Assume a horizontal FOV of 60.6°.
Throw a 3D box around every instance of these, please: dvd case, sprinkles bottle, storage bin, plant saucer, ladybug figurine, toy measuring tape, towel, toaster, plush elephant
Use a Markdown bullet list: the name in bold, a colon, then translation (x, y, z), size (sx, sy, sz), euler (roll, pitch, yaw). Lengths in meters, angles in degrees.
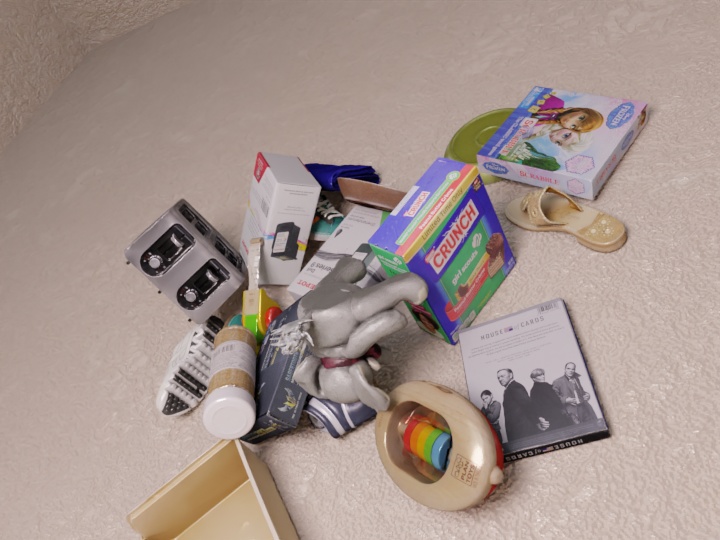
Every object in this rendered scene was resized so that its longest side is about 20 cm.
- **dvd case**: translation (0.208, 0.135, 0.775), size (0.150, 0.025, 0.200), euler (-20, 41, 17)
- **sprinkles bottle**: translation (-0.183, 0.153, 0.884), size (0.068, 0.068, 0.200), euler (-30, 25, 5)
- **storage bin**: translation (-0.187, 0.349, 0.778), size (0.198, 0.094, 0.200), euler (-38, 40, -5)
- **plant saucer**: translation (0.054, -0.113, 1.027), size (0.200, 0.200, 0.035), euler (16, 93, 44)
- **ladybug figurine**: translation (0.096, 0.204, 0.724), size (0.200, 0.072, 0.136), euler (20, 93, 55)
- **toy measuring tape**: translation (-0.165, 0.047, 1.058), size (0.073, 0.074, 0.201), euler (-7, 77, 30)
- **towel**: translation (-0.080, -0.188, 1.226), size (0.200, 0.050, 0.148), euler (7, 14, 38)
- **plant saucer**: translation (0.239, -0.235, 1.123), size (0.200, 0.031, 0.200), euler (-19, 42, 18)
- **toaster**: translation (-0.305, -0.019, 1.105), size (0.119, 0.181, 0.200), euler (-42, 16, 2)
- **plush elephant**: translation (-0.011, 0.097, 0.782), size (0.164, 0.155, 0.200), euler (11, 36, 45)

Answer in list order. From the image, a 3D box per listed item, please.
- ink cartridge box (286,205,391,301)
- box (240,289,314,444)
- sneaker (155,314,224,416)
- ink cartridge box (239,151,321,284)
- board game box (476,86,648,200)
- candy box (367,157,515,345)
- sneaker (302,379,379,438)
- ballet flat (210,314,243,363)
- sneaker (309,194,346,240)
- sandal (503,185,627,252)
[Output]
- **ink cartridge box**: translation (0.000, 0.000, 1.008), size (0.146, 0.084, 0.200), euler (17, 61, 43)
- **box**: translation (-0.116, 0.144, 0.907), size (0.158, 0.051, 0.200), euler (-35, 32, 52)
- **sneaker**: translation (-0.299, 0.168, 1.065), size (0.081, 0.075, 0.200), euler (-18, 34, 31)
- **ink cartridge box**: translation (-0.152, -0.093, 1.123), size (0.083, 0.200, 0.146), euler (2, 30, -27)
- **board game box**: translation (0.326, -0.215, 1.001), size (0.199, 0.041, 0.200), euler (22, 60, 36)
- **candy box**: translation (0.120, -0.025, 0.858), size (0.077, 0.200, 0.169), euler (21, 64, 45)
- **sneaker**: translation (-0.049, 0.155, 0.897), size (0.108, 0.070, 0.200), euler (-36, 42, -5)
- **ballet flat**: translation (-0.217, 0.161, 1.025), size (0.072, 0.068, 0.200), euler (-41, 39, 23)
- **sneaker**: translation (-0.080, -0.105, 1.157), size (0.071, 0.080, 0.200), euler (-10, 20, -41)
- **sandal**: translation (0.293, -0.096, 0.913), size (0.078, 0.070, 0.212), euler (-44, 40, -12)
